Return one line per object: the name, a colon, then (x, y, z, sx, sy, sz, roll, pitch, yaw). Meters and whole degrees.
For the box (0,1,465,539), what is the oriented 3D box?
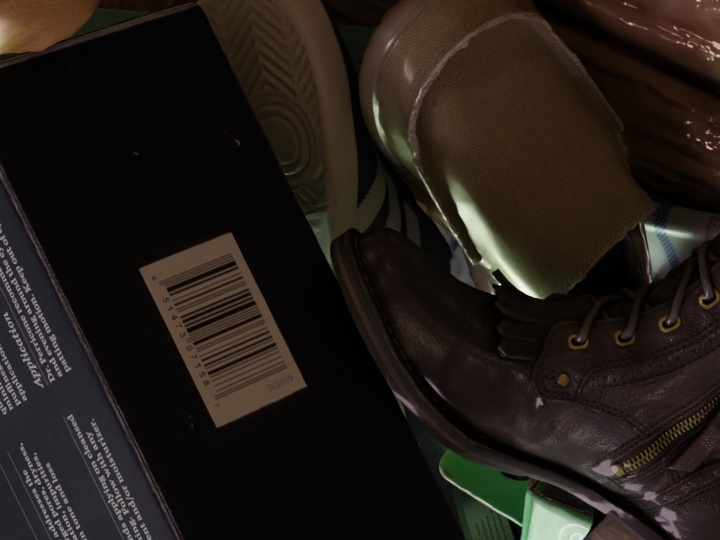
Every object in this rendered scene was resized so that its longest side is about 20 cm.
box: (-0.092, 0.045, 0.855, 0.182, 0.104, 0.201, -31, 84, 49)

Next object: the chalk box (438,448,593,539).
chalk box: (0.130, 0.102, 0.972, 0.199, 0.125, 0.124, 21, 137, 18)

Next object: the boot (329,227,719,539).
boot: (0.110, 0.005, 0.831, 0.200, 0.174, 0.069, 38, -160, -18)

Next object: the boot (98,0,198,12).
boot: (-0.075, -0.074, 1.027, 0.155, 0.077, 0.200, 28, 155, -12)

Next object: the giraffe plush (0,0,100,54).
giraffe plush: (-0.154, -0.149, 0.825, 0.199, 0.174, 0.162, 16, -178, 6)

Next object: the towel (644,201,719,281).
towel: (0.134, 0.011, 1.005, 0.199, 0.024, 0.147, 15, 155, 32)

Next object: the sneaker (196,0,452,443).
sneaker: (-0.009, -0.023, 0.915, 0.075, 0.084, 0.201, 9, 122, 32)

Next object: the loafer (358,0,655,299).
loafer: (0.062, -0.030, 0.881, 0.068, 0.076, 0.200, 40, 171, 37)

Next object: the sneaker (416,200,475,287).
sneaker: (0.000, 0.000, 1.101, 0.200, 0.075, 0.087, 35, -179, 38)

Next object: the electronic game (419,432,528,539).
electronic game: (0.071, 0.112, 1.136, 0.041, 0.201, 0.200, -20, 141, 17)

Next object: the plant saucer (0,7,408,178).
plant saucer: (-0.038, -0.062, 0.934, 0.199, 0.019, 0.070, 4, 142, 5)
